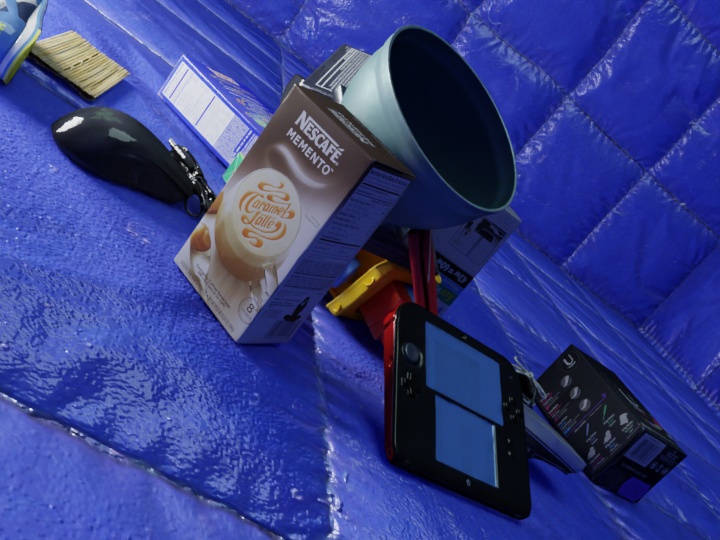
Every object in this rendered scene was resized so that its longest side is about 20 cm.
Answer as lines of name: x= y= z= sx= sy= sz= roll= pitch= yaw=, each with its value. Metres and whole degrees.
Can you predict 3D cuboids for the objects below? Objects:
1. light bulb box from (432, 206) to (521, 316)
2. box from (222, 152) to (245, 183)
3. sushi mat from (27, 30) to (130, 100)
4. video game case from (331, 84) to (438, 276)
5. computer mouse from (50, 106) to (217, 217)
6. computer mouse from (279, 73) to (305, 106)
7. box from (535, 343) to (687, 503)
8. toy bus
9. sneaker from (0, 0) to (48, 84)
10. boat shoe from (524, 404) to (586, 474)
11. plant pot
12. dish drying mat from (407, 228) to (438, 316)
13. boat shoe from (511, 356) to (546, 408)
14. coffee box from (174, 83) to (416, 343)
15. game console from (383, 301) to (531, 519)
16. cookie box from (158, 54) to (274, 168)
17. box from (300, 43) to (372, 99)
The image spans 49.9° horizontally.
light bulb box: x=0.121 y=-0.066 z=1.211 sx=0.125 sy=0.200 sz=0.198 roll=34 pitch=16 yaw=-17
box: x=-0.082 y=-0.074 z=1.036 sx=0.199 sy=0.048 sz=0.117 roll=25 pitch=20 yaw=-38
sushi mat: x=-0.351 y=-0.259 z=0.968 sx=0.096 sy=0.012 sz=0.200 roll=38 pitch=15 yaw=-17
video game case: x=0.029 y=-0.101 z=0.889 sx=0.143 sy=0.019 sz=0.201 roll=22 pitch=51 yaw=-46
computer mouse: x=-0.225 y=-0.124 z=0.810 sx=0.200 sy=0.053 sz=0.139 roll=20 pitch=26 yaw=-54
computer mouse: x=-0.087 y=-0.198 z=1.226 sx=0.046 sy=0.201 sz=0.141 roll=-20 pitch=48 yaw=-20
box: x=0.362 y=0.223 z=1.153 sx=0.122 sy=0.106 sz=0.200 roll=31 pitch=16 yaw=-32
toy bus: x=0.000 y=0.000 z=0.901 sx=0.200 sy=0.136 sz=0.193 roll=17 pitch=42 yaw=-52
sneaker: x=-0.380 y=-0.267 z=0.806 sx=0.082 sy=0.074 sz=0.200 roll=28 pitch=18 yaw=-32
boat shoe: x=0.178 y=0.183 z=0.910 sx=0.200 sy=0.057 sz=0.069 roll=39 pitch=5 yaw=-11
plant pot: x=0.048 y=-0.124 z=0.789 sx=0.200 sy=0.134 sz=0.201 roll=28 pitch=48 yaw=-37
dish drying mat: x=0.075 y=0.046 z=0.850 sx=0.077 sy=0.018 sz=0.201 roll=-57 pitch=141 yaw=-67
boat shoe: x=0.205 y=0.160 z=1.033 sx=0.075 sy=0.062 sz=0.200 roll=43 pitch=14 yaw=19
coffee box: x=-0.062 y=-0.046 z=0.687 sx=0.114 sy=0.200 sz=0.080 roll=46 pitch=19 yaw=26
game console: x=0.099 y=0.137 z=0.773 sx=0.199 sy=0.031 sz=0.178 roll=31 pitch=41 yaw=-31
cookie box: x=-0.173 y=-0.209 z=1.143 sx=0.200 sy=0.075 sz=0.171 roll=46 pitch=15 yaw=20
box: x=0.025 y=-0.207 z=1.094 sx=0.197 sy=0.124 sz=0.200 roll=21 pitch=35 yaw=5
